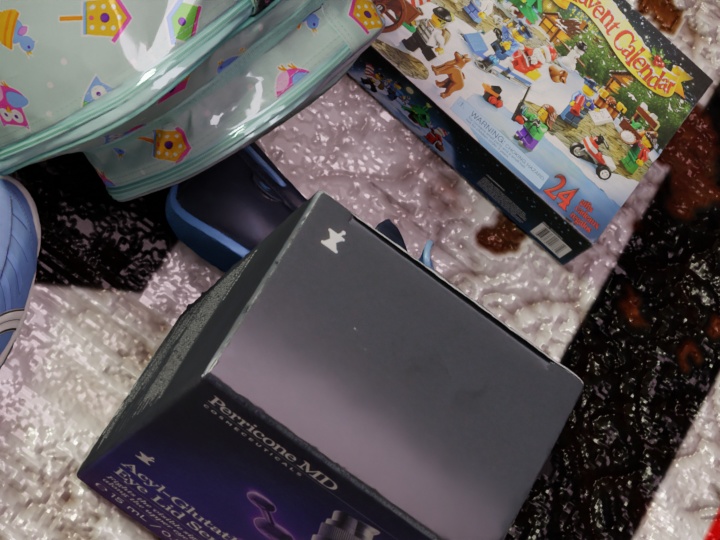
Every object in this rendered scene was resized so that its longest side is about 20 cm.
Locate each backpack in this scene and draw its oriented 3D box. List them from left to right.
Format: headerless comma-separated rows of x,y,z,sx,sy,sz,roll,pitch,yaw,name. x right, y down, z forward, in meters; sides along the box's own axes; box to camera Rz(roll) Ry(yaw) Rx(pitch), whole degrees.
-0.102,-0.119,0.990,0.200,0.176,0.153,-33,103,-37,backpack

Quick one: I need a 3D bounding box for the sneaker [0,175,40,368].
-0.201,0.036,0.957,0.076,0.077,0.200,31,62,-9,sneaker

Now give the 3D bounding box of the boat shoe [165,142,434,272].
0.000,0.000,1.047,0.200,0.084,0.069,36,74,-10,boat shoe

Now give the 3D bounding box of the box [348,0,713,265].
0.080,-0.119,1.148,0.200,0.038,0.137,41,62,-5,box

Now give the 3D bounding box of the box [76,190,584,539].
-0.020,0.072,0.949,0.148,0.200,0.104,36,63,-8,box
